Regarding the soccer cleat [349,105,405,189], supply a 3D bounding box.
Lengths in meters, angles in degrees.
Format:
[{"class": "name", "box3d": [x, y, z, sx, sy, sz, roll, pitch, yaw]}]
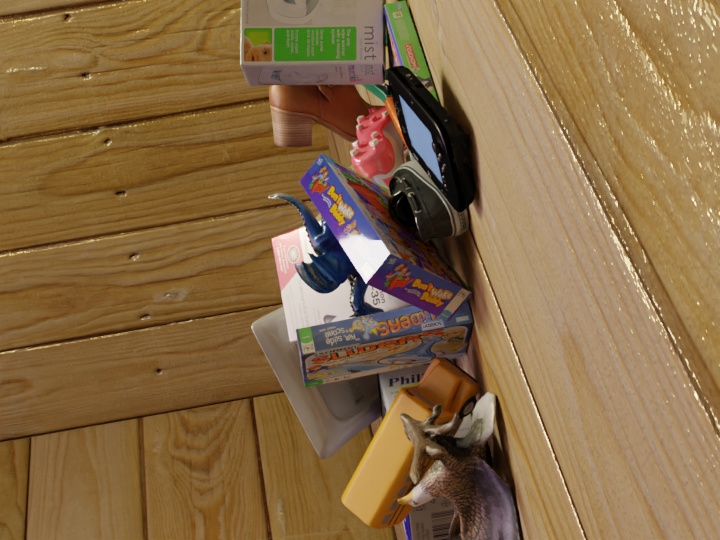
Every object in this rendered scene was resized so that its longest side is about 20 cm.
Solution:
[{"class": "soccer cleat", "box3d": [0.031, -0.160, 1.787, 0.077, 0.067, 0.200, 62, -160, -20]}]

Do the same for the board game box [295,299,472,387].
[{"class": "board game box", "box3d": [0.027, 0.085, 1.626, 0.135, 0.200, 0.034, 88, 170, -69]}]

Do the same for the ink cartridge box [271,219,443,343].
[{"class": "ink cartridge box", "box3d": [0.000, 0.000, 1.742, 0.083, 0.200, 0.147, 10, -114, -56]}]

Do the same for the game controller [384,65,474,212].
[{"class": "game controller", "box3d": [0.070, -0.138, 1.439, 0.200, 0.042, 0.104, -119, 20, -58]}]

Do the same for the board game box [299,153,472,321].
[{"class": "board game box", "box3d": [0.026, -0.038, 1.566, 0.134, 0.045, 0.200, 25, -159, -40]}]

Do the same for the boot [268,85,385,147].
[{"class": "boot", "box3d": [-0.029, -0.251, 1.859, 0.077, 0.200, 0.155, -137, 46, -61]}]

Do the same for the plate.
[{"class": "plate", "box3d": [-0.036, 0.123, 1.834, 0.200, 0.032, 0.200, -30, -86, -55]}]

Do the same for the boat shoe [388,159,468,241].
[{"class": "boat shoe", "box3d": [0.061, -0.076, 1.544, 0.200, 0.057, 0.069, -140, 32, -70]}]

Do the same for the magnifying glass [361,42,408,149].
[{"class": "magnifying glass", "box3d": [0.034, -0.234, 1.767, 0.022, 0.080, 0.200, 100, 151, -56]}]

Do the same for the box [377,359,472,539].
[{"class": "box", "box3d": [0.092, 0.239, 1.799, 0.200, 0.105, 0.184, -104, 6, -54]}]

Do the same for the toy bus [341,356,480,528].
[{"class": "toy bus", "box3d": [0.059, 0.199, 1.614, 0.065, 0.078, 0.200, 37, 109, 30]}]

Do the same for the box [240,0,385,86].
[{"class": "box", "box3d": [-0.056, -0.335, 1.714, 0.097, 0.176, 0.200, 70, -160, -81]}]

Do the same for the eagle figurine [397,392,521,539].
[{"class": "eagle figurine", "box3d": [0.114, 0.240, 1.532, 0.200, 0.151, 0.152, 50, -125, -24]}]

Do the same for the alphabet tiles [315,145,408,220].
[{"class": "alphabet tiles", "box3d": [-0.001, -0.115, 1.919, 0.006, 0.200, 0.166, 35, -162, -22]}]

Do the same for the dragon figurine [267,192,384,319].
[{"class": "dragon figurine", "box3d": [-0.038, -0.012, 1.638, 0.099, 0.200, 0.059, -57, 9, -25]}]

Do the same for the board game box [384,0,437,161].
[{"class": "board game box", "box3d": [0.063, -0.204, 1.640, 0.135, 0.029, 0.200, 83, 176, -48]}]
